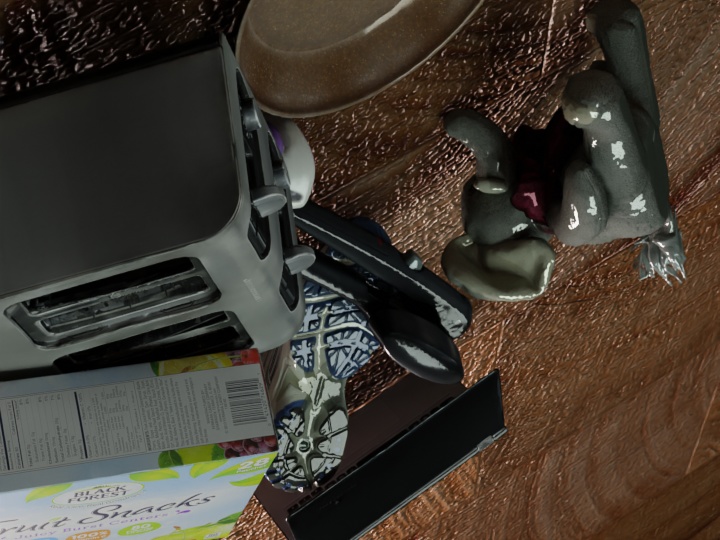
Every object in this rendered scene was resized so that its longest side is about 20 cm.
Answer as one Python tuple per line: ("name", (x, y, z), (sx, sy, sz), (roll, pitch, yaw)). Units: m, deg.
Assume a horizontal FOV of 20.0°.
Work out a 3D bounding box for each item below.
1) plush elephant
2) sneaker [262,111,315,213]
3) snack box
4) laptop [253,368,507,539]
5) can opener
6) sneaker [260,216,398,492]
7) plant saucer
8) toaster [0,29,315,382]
("plush elephant", (0.127, -0.067, 1.389), (0.154, 0.165, 0.201), (-8, 124, 19))
("sneaker", (-0.110, -0.013, 1.233), (0.088, 0.081, 0.201), (0, 131, -43))
("snack box", (-0.160, 0.112, 1.136), (0.198, 0.068, 0.169), (-8, 159, -19))
("laptop", (0.006, 0.124, 1.553), (0.187, 0.200, 0.116), (-34, 124, -8))
("can opener", (0.000, 0.000, 1.345), (0.200, 0.079, 0.064), (37, 96, -30))
("sneaker", (-0.038, 0.049, 1.438), (0.077, 0.085, 0.201), (12, 107, -29))
("plant saucer", (0.004, -0.172, 1.159), (0.199, 0.037, 0.201), (-30, 153, -17))
("toaster", (-0.132, -0.022, 1.076), (0.198, 0.120, 0.181), (-15, 158, 3))
